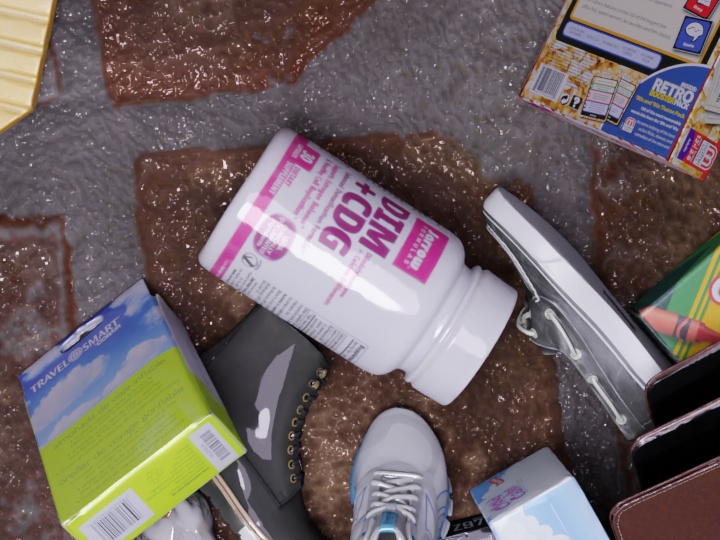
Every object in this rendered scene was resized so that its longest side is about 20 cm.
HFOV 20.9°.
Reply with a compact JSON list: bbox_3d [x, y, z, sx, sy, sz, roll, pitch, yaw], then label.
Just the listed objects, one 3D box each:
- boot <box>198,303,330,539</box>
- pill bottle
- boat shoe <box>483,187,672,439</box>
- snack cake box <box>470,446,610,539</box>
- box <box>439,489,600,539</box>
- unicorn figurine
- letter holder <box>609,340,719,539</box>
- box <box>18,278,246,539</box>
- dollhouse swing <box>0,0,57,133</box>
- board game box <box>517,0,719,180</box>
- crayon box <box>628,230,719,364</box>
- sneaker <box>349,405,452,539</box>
[{"bbox_3d":[-0.047,0.126,1.372,0.138,0.077,0.200,-44,97,-3],"label":"boot"},{"bbox_3d":[0.000,0.000,1.337,0.200,0.113,0.114,32,93,-4],"label":"pill bottle"},{"bbox_3d":[0.145,0.032,1.369,0.064,0.071,0.200,-40,89,13],"label":"boat shoe"},{"bbox_3d":[0.156,0.228,1.322,0.067,0.115,0.200,-30,95,1],"label":"snack cake box"},{"bbox_3d":[0.113,0.274,1.405,0.160,0.044,0.200,-15,96,-1],"label":"box"},{"bbox_3d":[-0.115,0.223,1.361,0.074,0.137,0.201,-8,81,8],"label":"unicorn figurine"},{"bbox_3d":[0.246,0.165,1.326,0.142,0.101,0.200,-27,128,8],"label":"letter holder"},{"bbox_3d":[-0.159,0.096,1.315,0.122,0.200,0.048,-38,121,2],"label":"box"},{"bbox_3d":[-0.317,-0.190,1.288,0.175,0.182,0.201,14,94,17],"label":"dollhouse swing"},{"bbox_3d":[0.211,-0.179,1.316,0.046,0.151,0.200,22,96,-44],"label":"board game box"},{"bbox_3d":[0.307,0.011,1.378,0.200,0.051,0.127,-42,96,2],"label":"crayon box"},{"bbox_3d":[0.025,0.176,1.334,0.075,0.087,0.200,1,58,3],"label":"sneaker"}]
